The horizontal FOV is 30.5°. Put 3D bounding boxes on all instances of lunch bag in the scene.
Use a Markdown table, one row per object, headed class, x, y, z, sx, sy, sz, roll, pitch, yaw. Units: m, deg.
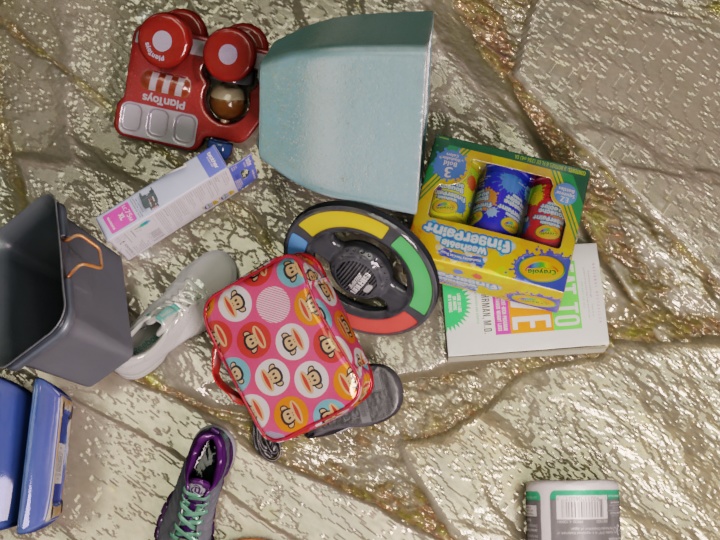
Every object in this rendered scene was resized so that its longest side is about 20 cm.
| class | x | y | z | sx | sy | sz | roll | pitch | yaw |
| --- | --- | --- | --- | --- | --- | --- | --- | --- | --- |
| lunch bag | -0.095 | 0.097 | 1.556 | 0.175 | 0.082 | 0.202 | -28 | 85 | 17 |

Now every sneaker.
| class | x | y | z | sx | sy | sz | roll | pitch | yaw |
| --- | --- | --- | --- | --- | --- | --- | --- | --- | --- |
| sneaker | -0.204 | 0.280 | 1.568 | 0.073 | 0.088 | 0.203 | 13 | 81 | 2 |
| sneaker | -0.226 | 0.053 | 1.605 | 0.075 | 0.089 | 0.200 | 42 | 83 | 7 |

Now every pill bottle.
| class | x | y | z | sx | sy | sz | roll | pitch | yaw |
| --- | --- | --- | --- | --- | --- | --- | --- | --- | --- |
| pill bottle | 0.251 | 0.348 | 1.548 | 0.111 | 0.113 | 0.203 | 0 | 81 | 0 |

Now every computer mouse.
| class | x | y | z | sx | sy | sz | roll | pitch | yaw |
| --- | --- | --- | --- | --- | --- | --- | --- | --- | --- |
| computer mouse | -0.051 | 0.137 | 1.616 | 0.197 | 0.046 | 0.142 | -21 | 85 | 8 |

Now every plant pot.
| class | x | y | z | sx | sy | sz | roll | pitch | yaw |
| --- | --- | --- | --- | --- | --- | --- | --- | --- | --- |
| plant pot | -0.019 | -0.198 | 1.563 | 0.197 | 0.197 | 0.199 | 5 | 113 | 3 |
| plant pot | -0.433 | 0.212 | 1.530 | 0.177 | 0.200 | 0.203 | 5 | 80 | -7 |

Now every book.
| class | x | y | z | sx | sy | sz | roll | pitch | yaw |
| --- | --- | --- | --- | --- | --- | --- | --- | --- | --- |
| book | 0.200 | 0.039 | 1.635 | 0.197 | 0.048 | 0.136 | -4 | 75 | 0 |

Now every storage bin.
| class | x | y | z | sx | sy | sz | roll | pitch | yaw |
| --- | --- | --- | --- | --- | --- | --- | --- | --- | --- |
| storage bin | -0.339 | 0.029 | 1.547 | 0.145 | 0.134 | 0.202 | -34 | 50 | 22 |

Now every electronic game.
| class | x | y | z | sx | sy | sz | roll | pitch | yaw |
| --- | --- | --- | --- | --- | --- | --- | --- | --- | --- |
| electronic game | 0.000 | 0.000 | 1.573 | 0.198 | 0.201 | 0.042 | 25 | 46 | 4 |

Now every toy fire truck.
| class | x | y | z | sx | sy | sz | roll | pitch | yaw |
| --- | --- | --- | --- | --- | --- | --- | --- | --- | --- |
| toy fire truck | -0.201 | -0.230 | 1.652 | 0.197 | 0.112 | 0.170 | 13 | 105 | 2 |

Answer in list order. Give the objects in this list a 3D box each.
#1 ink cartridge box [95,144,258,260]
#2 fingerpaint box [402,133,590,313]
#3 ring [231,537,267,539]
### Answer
| class | x | y | z | sx | sy | sz | roll | pitch | yaw |
| --- | --- | --- | --- | --- | --- | --- | --- | --- | --- |
| ink cartridge box | -0.220 | -0.089 | 1.611 | 0.198 | 0.119 | 0.042 | -30 | 80 | -4 |
| fingerpaint box | 0.165 | -0.058 | 1.609 | 0.197 | 0.074 | 0.169 | 14 | 69 | 6 |
| ring | -0.134 | 0.419 | 1.562 | 0.197 | 0.019 | 0.204 | 0 | 91 | -8 |
